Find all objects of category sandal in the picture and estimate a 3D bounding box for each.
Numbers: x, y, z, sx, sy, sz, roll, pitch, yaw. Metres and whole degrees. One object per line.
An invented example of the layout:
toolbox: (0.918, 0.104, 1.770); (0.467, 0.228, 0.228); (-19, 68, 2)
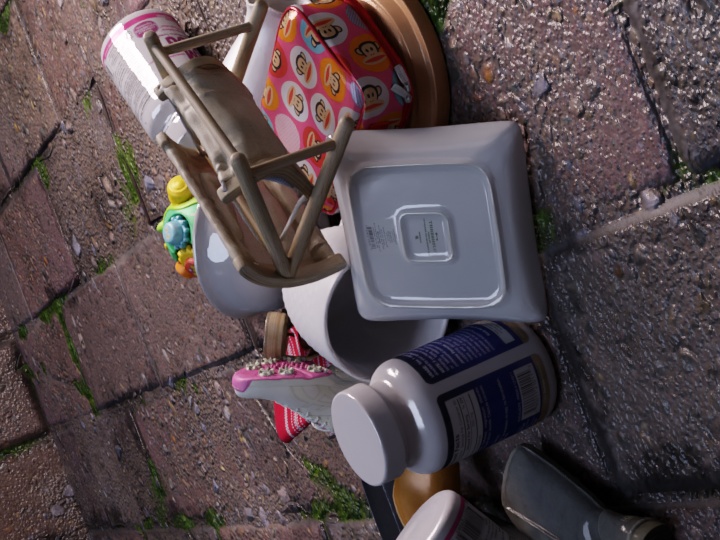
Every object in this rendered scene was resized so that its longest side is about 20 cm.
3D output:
sandal: (-0.067, 0.084, 1.562); (0.212, 0.069, 0.078); (63, -147, -84)

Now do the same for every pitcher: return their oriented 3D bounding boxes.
pitcher: (-0.106, -0.229, 1.508); (0.172, 0.120, 0.201); (-113, 29, -53)

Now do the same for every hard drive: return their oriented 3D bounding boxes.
hard drive: (0.053, 0.307, 1.624); (0.135, 0.042, 0.201); (156, 93, -75)

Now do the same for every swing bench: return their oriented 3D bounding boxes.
swing bench: (-0.108, -0.110, 1.288); (0.199, 0.129, 0.201); (54, 153, 34)

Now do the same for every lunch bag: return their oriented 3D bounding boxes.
lunch bag: (-0.021, -0.156, 1.345); (0.177, 0.082, 0.200); (56, 150, 24)

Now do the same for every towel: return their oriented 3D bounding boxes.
towel: (-0.059, 0.107, 1.635); (0.200, 0.022, 0.145); (-47, 43, 47)

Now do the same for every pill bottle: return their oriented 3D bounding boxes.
pill bottle: (0.131, 0.323, 1.352); (0.200, 0.114, 0.113); (39, 153, -6)
pill bottle: (0.079, 0.125, 1.290); (0.116, 0.199, 0.116); (41, 142, 44)
pill bottle: (-0.241, -0.230, 1.726); (0.200, 0.113, 0.114); (54, 150, 27)

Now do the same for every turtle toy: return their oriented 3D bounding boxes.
turtle toy: (-0.171, -0.036, 1.722); (0.199, 0.101, 0.146); (9, 147, 15)

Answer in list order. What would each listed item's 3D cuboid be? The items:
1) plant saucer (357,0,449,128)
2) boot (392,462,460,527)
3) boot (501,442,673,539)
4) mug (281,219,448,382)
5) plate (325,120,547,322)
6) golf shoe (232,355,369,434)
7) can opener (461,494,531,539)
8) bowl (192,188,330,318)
plant saucer: (0.020, -0.201, 1.362); (0.200, 0.032, 0.201); (43, 144, 43)
boot: (0.077, 0.185, 1.429); (0.144, 0.070, 0.202); (104, 162, -48)
boot: (0.213, 0.279, 1.292); (0.200, 0.072, 0.183); (16, 110, 51)
mug: (0.000, 0.000, 1.443); (0.175, 0.147, 0.201); (29, 103, 61)
plate: (0.067, -0.037, 1.268); (0.199, 0.032, 0.201); (0, 115, 25)
golf shoe: (-0.044, 0.141, 1.466); (0.075, 0.199, 0.092); (-153, 66, -65)
can opener: (0.125, 0.276, 1.477); (0.199, 0.066, 0.053); (19, 129, 47)
bowl: (-0.097, -0.039, 1.555); (0.090, 0.201, 0.202); (6, 116, 34)
